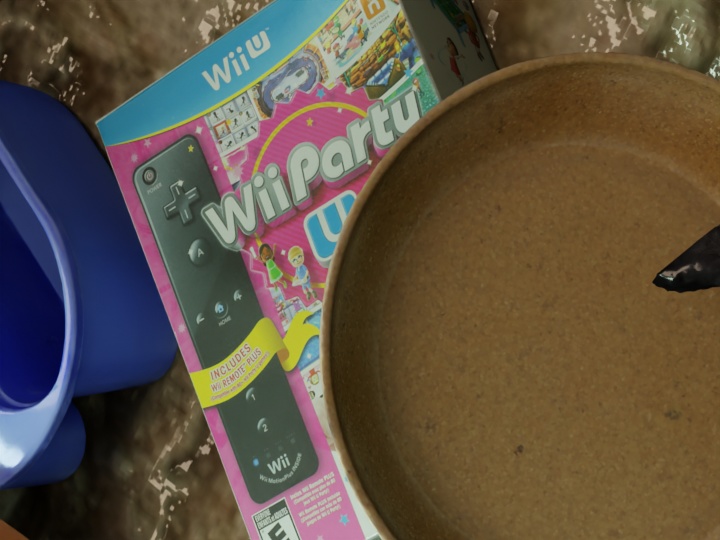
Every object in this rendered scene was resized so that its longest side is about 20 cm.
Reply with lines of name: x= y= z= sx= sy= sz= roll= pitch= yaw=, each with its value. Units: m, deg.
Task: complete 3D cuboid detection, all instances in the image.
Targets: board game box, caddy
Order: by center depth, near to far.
board game box: x=0.000 y=0.000 z=0.926 sx=0.147 sy=0.064 sz=0.201 roll=-31 pitch=70 yaw=28
caddy: x=-0.170 y=0.002 z=1.016 sx=0.141 sy=0.105 sz=0.200 roll=-47 pitch=63 yaw=22

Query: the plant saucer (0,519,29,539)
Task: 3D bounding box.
plant saucer: x=-0.169 y=0.170 z=1.005 sx=0.200 sy=0.032 sz=0.201 roll=13 pitch=122 yaw=22

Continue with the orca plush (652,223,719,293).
orca plush: x=0.164 y=0.073 z=0.787 sx=0.200 sy=0.105 sz=0.071 roll=45 pitch=130 yaw=16

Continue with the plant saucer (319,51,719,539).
plant saucer: x=0.080 y=0.029 z=0.824 sx=0.035 sy=0.199 sz=0.201 roll=153 pitch=114 yaw=-74
